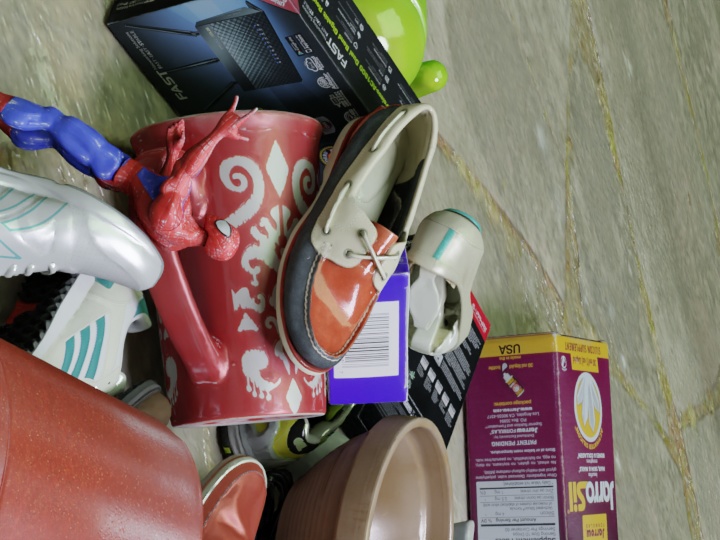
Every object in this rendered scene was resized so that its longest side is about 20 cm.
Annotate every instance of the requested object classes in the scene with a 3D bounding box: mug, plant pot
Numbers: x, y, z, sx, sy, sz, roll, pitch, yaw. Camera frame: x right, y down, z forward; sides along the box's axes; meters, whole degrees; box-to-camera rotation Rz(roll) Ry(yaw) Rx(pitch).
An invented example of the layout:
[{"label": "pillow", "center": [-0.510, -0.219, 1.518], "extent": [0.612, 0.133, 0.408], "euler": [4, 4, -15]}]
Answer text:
[{"label": "mug", "center": [-0.101, 0.003, 1.044], "extent": [0.176, 0.133, 0.202], "euler": [0, 82, -39]}, {"label": "plant pot", "center": [-0.196, 0.119, 0.774], "extent": [0.195, 0.199, 0.203], "euler": [28, 60, -45]}, {"label": "plant pot", "center": [-0.003, 0.205, 1.129], "extent": [0.201, 0.092, 0.203], "euler": [2, 90, -69]}]

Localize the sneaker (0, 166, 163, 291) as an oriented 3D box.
[{"label": "sneaker", "center": [-0.211, -0.023, 0.895], "extent": [0.199, 0.070, 0.081], "euler": [24, 74, -21]}]

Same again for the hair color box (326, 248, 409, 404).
[{"label": "hair color box", "center": [0.000, 0.000, 1.163], "extent": [0.201, 0.064, 0.110], "euler": [-100, -172, -59]}]

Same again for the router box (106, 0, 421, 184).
[{"label": "router box", "center": [-0.064, -0.145, 1.110], "extent": [0.200, 0.149, 0.063], "euler": [51, 44, -39]}]

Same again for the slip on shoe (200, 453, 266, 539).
[{"label": "slip on shoe", "center": [-0.091, 0.214, 0.979], "extent": [0.074, 0.061, 0.202], "euler": [55, 43, -49]}]

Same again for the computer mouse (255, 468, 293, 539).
[{"label": "computer mouse", "center": [-0.116, 0.196, 1.055], "extent": [0.200, 0.052, 0.140], "euler": [26, 70, -62]}]

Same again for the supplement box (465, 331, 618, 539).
[{"label": "supplement box", "center": [0.174, 0.166, 1.474], "extent": [0.131, 0.102, 0.202], "euler": [10, 76, -58]}]

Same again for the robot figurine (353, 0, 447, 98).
[{"label": "robot figurine", "center": [-0.004, -0.205, 1.223], "extent": [0.175, 0.116, 0.201], "euler": [39, 27, -23]}]

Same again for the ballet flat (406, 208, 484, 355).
[{"label": "ballet flat", "center": [0.054, 0.026, 1.201], "extent": [0.201, 0.069, 0.070], "euler": [91, 11, -59]}]

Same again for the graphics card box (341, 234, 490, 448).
[{"label": "graphics card box", "center": [0.046, 0.079, 1.337], "extent": [0.126, 0.050, 0.201], "euler": [59, 38, -34]}]

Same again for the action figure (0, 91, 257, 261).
[{"label": "action figure", "center": [-0.140, -0.086, 0.925], "extent": [0.099, 0.199, 0.065], "euler": [-51, 172, -14]}]

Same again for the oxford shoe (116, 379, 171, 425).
[{"label": "oxford shoe", "center": [-0.157, 0.158, 0.941], "extent": [0.073, 0.084, 0.201], "euler": [113, 2, -58]}]

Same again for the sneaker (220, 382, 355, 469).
[{"label": "sneaker", "center": [-0.029, 0.089, 1.188], "extent": [0.200, 0.076, 0.076], "euler": [-55, 128, -47]}]

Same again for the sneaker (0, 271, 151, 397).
[{"label": "sneaker", "center": [-0.185, 0.064, 0.946], "extent": [0.094, 0.070, 0.201], "euler": [57, 36, -27]}]

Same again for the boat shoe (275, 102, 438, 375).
[{"label": "boat shoe", "center": [0.001, -0.025, 1.017], "extent": [0.071, 0.062, 0.201], "euler": [40, 55, -34]}]

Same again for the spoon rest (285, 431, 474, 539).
[{"label": "spoon rest", "center": [0.008, 0.197, 1.258], "extent": [0.199, 0.060, 0.100], "euler": [31, 56, -36]}]
